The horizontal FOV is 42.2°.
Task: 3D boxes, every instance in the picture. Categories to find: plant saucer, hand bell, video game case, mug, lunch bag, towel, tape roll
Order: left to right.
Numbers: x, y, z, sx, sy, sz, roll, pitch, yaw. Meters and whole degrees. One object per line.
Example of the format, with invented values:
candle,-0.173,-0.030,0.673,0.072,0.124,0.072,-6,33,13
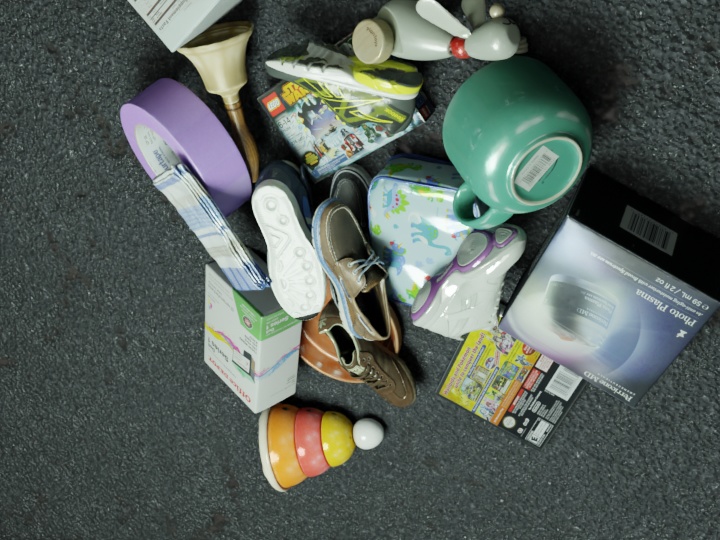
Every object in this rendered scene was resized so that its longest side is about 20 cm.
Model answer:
tape roll,-0.237,-0.157,1.264,0.200,0.066,0.201,40,155,22
towel,-0.203,-0.053,1.244,0.201,0.024,0.146,55,160,-14
hand bell,-0.164,-0.208,1.208,0.103,0.104,0.202,2,121,26
plant saucer,-0.030,0.080,1.400,0.198,0.032,0.203,14,127,19
lunch bag,0.094,-0.043,1.212,0.159,0.083,0.202,13,128,21
video game case,0.217,0.149,1.322,0.179,0.026,0.201,28,132,8
mug,0.181,-0.129,1.039,0.150,0.115,0.187,-18,134,-10

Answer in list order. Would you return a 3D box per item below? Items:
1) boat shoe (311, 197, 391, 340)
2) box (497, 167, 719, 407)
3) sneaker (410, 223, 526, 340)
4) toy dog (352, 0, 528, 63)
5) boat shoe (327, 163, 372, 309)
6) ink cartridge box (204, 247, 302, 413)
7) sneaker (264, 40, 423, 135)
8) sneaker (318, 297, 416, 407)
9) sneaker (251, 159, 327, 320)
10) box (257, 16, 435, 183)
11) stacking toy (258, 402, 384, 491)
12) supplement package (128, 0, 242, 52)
boat shoe,0.000,0.000,1.198,0.072,0.072,0.202,17,135,49
box,0.302,0.025,1.123,0.198,0.124,0.200,30,133,6
sneaker,0.149,0.016,1.146,0.099,0.075,0.200,29,134,-16
toy dog,0.085,-0.281,1.024,0.197,0.132,0.098,3,109,23
boat shoe,-0.017,-0.041,1.265,0.071,0.068,0.203,9,113,18
ink cartridge box,-0.165,0.092,1.415,0.144,0.083,0.202,39,137,32
sneaker,-0.025,-0.212,1.106,0.197,0.075,0.086,17,128,18
sneaker,0.003,0.134,1.349,0.070,0.076,0.201,-27,106,39
sneaker,-0.087,-0.051,1.266,0.079,0.147,0.202,-13,111,11
box,-0.021,-0.211,1.182,0.199,0.040,0.138,-24,107,38
stacking toy,-0.056,0.274,1.515,0.197,0.147,0.148,-10,120,11
supplement package,-0.208,-0.397,1.074,0.150,0.152,0.200,-33,104,39
